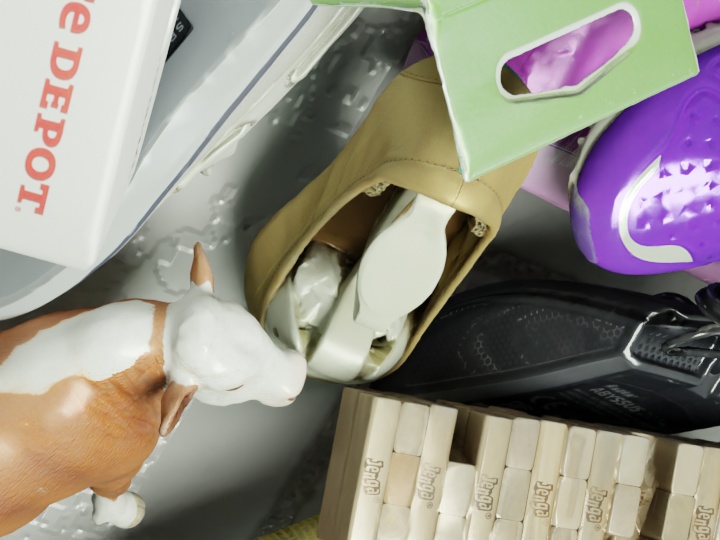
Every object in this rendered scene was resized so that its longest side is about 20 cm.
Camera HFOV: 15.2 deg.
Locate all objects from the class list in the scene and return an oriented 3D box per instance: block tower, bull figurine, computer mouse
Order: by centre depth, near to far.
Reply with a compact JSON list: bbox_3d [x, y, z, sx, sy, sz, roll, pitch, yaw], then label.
[{"bbox_3d":[-0.115,0.058,0.917,0.199,0.065,0.122,-17,156,-3],"label":"bull figurine"},{"bbox_3d":[0.085,0.080,0.931,0.199,0.054,0.058,11,90,-18],"label":"block tower"},{"bbox_3d":[0.090,0.029,0.967,0.199,0.053,0.138,-12,156,31],"label":"computer mouse"}]

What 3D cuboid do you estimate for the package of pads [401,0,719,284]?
[{"bbox_3d":[0.127,-0.063,0.945,0.200,0.076,0.121,26,107,-31],"label":"package of pads"}]

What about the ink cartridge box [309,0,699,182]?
[{"bbox_3d":[0.029,-0.139,0.814,0.104,0.059,0.201,-25,110,-34],"label":"ink cartridge box"}]

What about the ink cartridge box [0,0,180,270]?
[{"bbox_3d":[-0.150,-0.103,0.780,0.199,0.084,0.146,15,116,-2],"label":"ink cartridge box"}]

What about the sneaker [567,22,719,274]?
[{"bbox_3d":[0.167,-0.043,0.864,0.199,0.100,0.070,-22,120,-10],"label":"sneaker"}]

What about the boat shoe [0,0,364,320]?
[{"bbox_3d":[-0.065,-0.054,0.890,0.200,0.071,0.070,-47,151,21],"label":"boat shoe"}]

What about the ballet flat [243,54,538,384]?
[{"bbox_3d":[0.000,0.000,0.898,0.068,0.063,0.200,20,146,-7],"label":"ballet flat"}]

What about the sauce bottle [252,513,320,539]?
[{"bbox_3d":[-0.027,0.125,0.967,0.199,0.065,0.065,-19,125,-10],"label":"sauce bottle"}]
